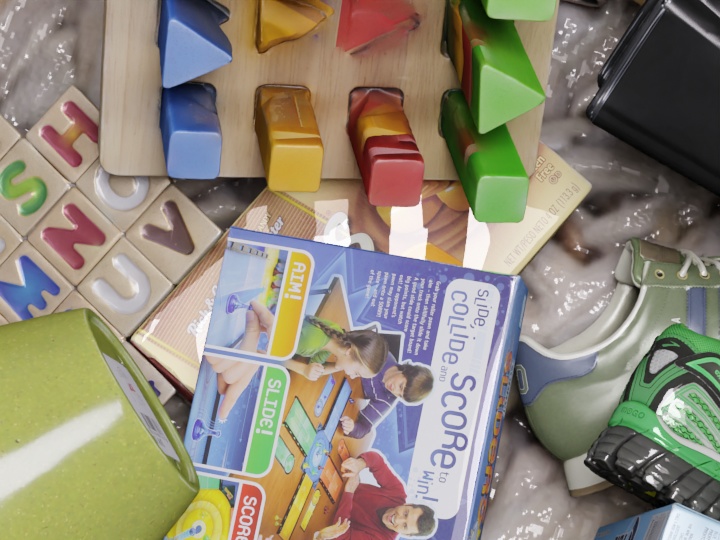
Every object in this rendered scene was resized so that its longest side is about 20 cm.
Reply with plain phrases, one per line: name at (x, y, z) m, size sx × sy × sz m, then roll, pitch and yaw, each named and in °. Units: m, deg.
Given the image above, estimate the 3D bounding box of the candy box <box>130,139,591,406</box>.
candy box at (0.000, 0.000, 1.150) m, size 0.115 × 0.055 × 0.200 m, roll 41°, pitch 81°, yaw 4°

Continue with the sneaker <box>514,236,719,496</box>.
sneaker at (0.160, 0.017, 1.154) m, size 0.200 × 0.067 × 0.090 m, roll -33°, pitch 91°, yaw -6°

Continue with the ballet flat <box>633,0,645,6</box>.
ballet flat at (0.195, -0.132, 1.141) m, size 0.200 × 0.063 × 0.069 m, roll 26°, pitch 83°, yaw -5°

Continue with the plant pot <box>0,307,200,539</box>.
plant pot at (-0.175, 0.108, 1.037) m, size 0.200 × 0.187 × 0.187 m, roll -32°, pitch 85°, yaw 1°

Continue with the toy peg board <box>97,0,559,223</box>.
toy peg board at (-0.005, -0.113, 1.030) m, size 0.199 × 0.098 × 0.200 m, roll 0°, pitch 120°, yaw -10°

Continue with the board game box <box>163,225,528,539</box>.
board game box at (-0.011, 0.090, 1.073) m, size 0.135 × 0.034 × 0.200 m, roll 10°, pitch 82°, yaw 13°

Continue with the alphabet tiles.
alphabet tiles at (-0.164, 0.021, 1.121) m, size 0.167 × 0.008 × 0.200 m, roll 44°, pitch 97°, yaw 10°

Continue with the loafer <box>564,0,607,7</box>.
loafer at (0.029, -0.159, 1.172) m, size 0.200 × 0.072 × 0.063 m, roll -1°, pitch 87°, yaw -7°

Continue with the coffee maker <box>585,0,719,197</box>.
coffee maker at (0.201, -0.055, 1.055) m, size 0.200 × 0.135 × 0.192 m, roll 33°, pitch 100°, yaw 4°

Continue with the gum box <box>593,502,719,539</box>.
gum box at (0.205, 0.165, 1.085) m, size 0.200 × 0.170 × 0.045 m, roll 23°, pitch 79°, yaw -1°

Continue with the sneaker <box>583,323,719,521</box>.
sneaker at (0.189, 0.089, 1.101) m, size 0.200 × 0.078 × 0.085 m, roll 32°, pitch 82°, yaw -42°
